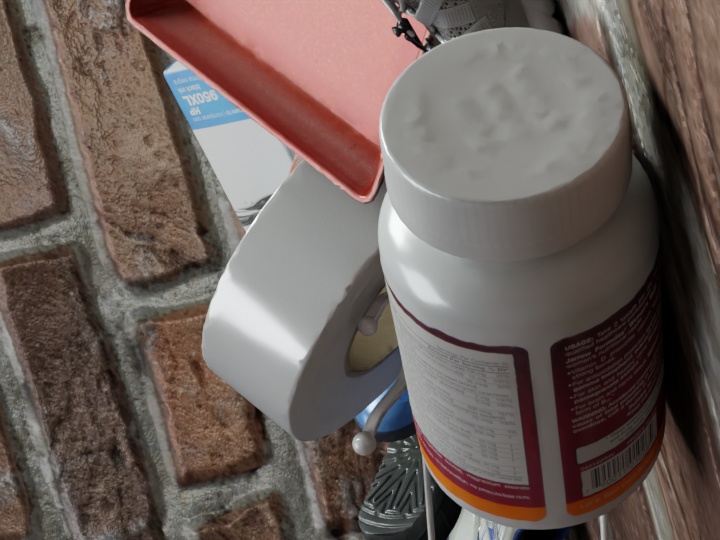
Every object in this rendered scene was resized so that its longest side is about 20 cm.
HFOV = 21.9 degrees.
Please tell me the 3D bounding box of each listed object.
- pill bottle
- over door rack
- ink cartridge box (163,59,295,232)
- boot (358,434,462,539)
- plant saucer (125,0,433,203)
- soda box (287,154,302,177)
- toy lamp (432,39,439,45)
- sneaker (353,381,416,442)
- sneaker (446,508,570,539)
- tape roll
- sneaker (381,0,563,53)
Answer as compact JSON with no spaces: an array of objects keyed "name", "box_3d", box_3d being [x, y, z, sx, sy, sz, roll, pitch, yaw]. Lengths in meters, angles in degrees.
[{"name":"pill bottle","box_3d":[0.065,0.007,0.741,0.200,0.109,0.110,78,176,-48]},{"name":"over door rack","box_3d":[0.072,0.118,1.001,0.148,0.067,0.201,13,126,45]},{"name":"ink cartridge box","box_3d":[-0.031,-0.094,1.328,0.145,0.084,0.200,-47,-61,-43]},{"name":"boot","box_3d":[0.074,0.193,1.332,0.165,0.065,0.200,-54,-45,-33]},{"name":"plant saucer","box_3d":[-0.026,-0.169,0.952,0.199,0.037,0.200,39,127,27]},{"name":"soda box","box_3d":[-0.005,-0.061,1.195,0.064,0.068,0.200,-52,-12,-48]},{"name":"toy lamp","box_3d":[0.055,-0.093,0.956,0.200,0.058,0.058,-110,5,-50]},{"name":"sneaker","box_3d":[0.032,0.021,1.252,0.079,0.066,0.200,74,-151,-47]},{"name":"sneaker","box_3d":[0.107,0.139,1.229,0.088,0.075,0.201,-9,79,45]},{"name":"tape roll","box_3d":[0.000,0.000,1.083,0.071,0.203,0.203,36,163,18]},{"name":"sneaker","box_3d":[0.039,-0.123,0.827,0.075,0.082,0.201,-121,15,-80]}]
